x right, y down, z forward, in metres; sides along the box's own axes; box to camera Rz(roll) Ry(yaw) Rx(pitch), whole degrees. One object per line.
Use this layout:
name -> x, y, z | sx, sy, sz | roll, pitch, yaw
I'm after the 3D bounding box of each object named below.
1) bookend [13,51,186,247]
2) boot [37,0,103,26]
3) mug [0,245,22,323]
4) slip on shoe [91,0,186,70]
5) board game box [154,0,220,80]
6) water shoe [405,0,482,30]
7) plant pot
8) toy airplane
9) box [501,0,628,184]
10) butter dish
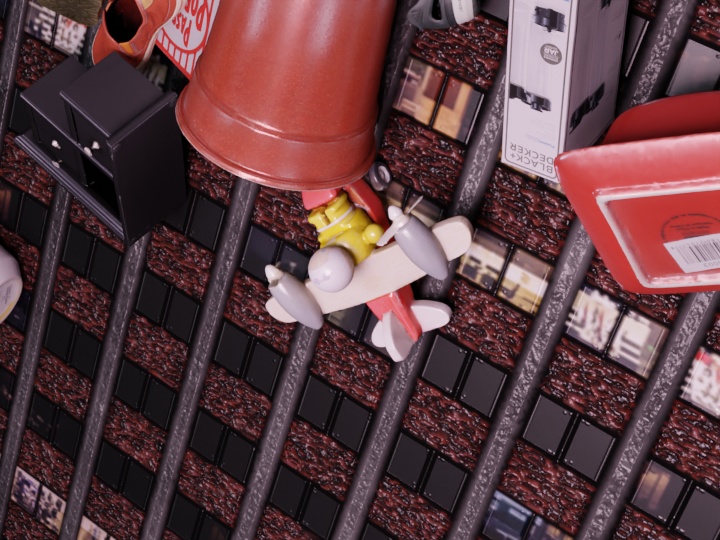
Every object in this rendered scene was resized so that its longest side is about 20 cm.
bookend -> -0.290, -0.161, 1.367 | 0.199, 0.092, 0.200 | 41, 156, 16
boot -> -0.261, -0.364, 1.335 | 0.175, 0.066, 0.201 | 4, 71, 63
mug -> -0.505, 0.005, 1.606 | 0.153, 0.187, 0.150 | 32, 86, 11
slip on shoe -> -0.246, -0.257, 1.326 | 0.200, 0.061, 0.074 | -28, 87, 56
board game box -> -0.160, -0.298, 1.285 | 0.152, 0.046, 0.201 | 46, 139, 27
water shoe -> 0.053, -0.321, 1.161 | 0.078, 0.072, 0.201 | -12, 98, 14
plant pot -> -0.055, -0.211, 1.174 | 0.200, 0.200, 0.196 | 35, 131, 19
toy airplane -> 0.000, 0.000, 1.255 | 0.198, 0.141, 0.201 | 28, 117, 22
box -> 0.173, -0.189, 1.066 | 0.060, 0.117, 0.201 | 22, 138, 26
butter dish -> 0.287, -0.084, 1.054 | 0.199, 0.149, 0.200 | -5, 141, 32
